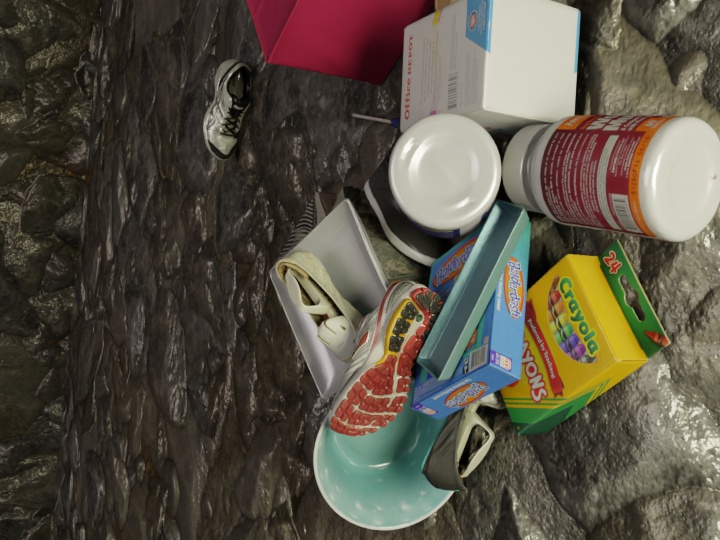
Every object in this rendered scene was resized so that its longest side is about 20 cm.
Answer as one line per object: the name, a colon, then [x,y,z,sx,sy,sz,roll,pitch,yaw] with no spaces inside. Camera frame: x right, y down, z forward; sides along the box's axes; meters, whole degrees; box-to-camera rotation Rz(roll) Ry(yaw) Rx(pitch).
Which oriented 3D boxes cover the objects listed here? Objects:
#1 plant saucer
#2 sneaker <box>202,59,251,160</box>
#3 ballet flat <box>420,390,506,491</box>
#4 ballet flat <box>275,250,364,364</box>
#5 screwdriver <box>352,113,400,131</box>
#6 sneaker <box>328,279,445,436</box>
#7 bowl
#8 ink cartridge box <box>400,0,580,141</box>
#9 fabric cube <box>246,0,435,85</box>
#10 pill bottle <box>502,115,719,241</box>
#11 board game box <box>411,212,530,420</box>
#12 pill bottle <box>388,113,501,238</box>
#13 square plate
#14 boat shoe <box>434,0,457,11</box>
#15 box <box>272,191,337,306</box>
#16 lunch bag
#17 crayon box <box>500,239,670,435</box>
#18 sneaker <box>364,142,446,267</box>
plant saucer: [0.122,0.021,0.868,0.202,0.019,0.070,-65,19,4]
sneaker: [-0.264,-0.321,1.614,0.087,0.075,0.204,23,108,56]
ballet flat: [0.136,0.167,0.959,0.068,0.068,0.203,19,91,32]
ballet flat: [-0.044,0.058,1.013,0.201,0.062,0.068,51,128,26]
screwdriver: [0.036,-0.218,1.173,0.199,0.029,0.028,24,108,50]
sneaker: [0.024,0.103,0.940,0.202,0.077,0.082,-58,31,4]
bowl: [0.029,0.216,1.039,0.105,0.197,0.204,-136,54,-72]
ink cartridge box: [0.136,-0.224,0.924,0.199,0.123,0.131,4,90,63]
fabric cube: [-0.034,-0.416,1.147,0.197,0.197,0.202,-51,47,44]
pill bottle: [0.236,-0.094,0.782,0.199,0.108,0.112,18,103,56]
board game box: [0.126,0.050,0.917,0.152,0.044,0.203,-41,32,51]
pill bottle: [0.098,-0.099,0.919,0.200,0.117,0.122,17,-106,-83]
square plate: [-0.027,0.041,1.057,0.200,0.028,0.200,-39,70,42]
boat shoe: [0.122,-0.421,1.024,0.071,0.064,0.203,31,114,54]
box: [-0.073,-0.030,1.301,0.201,0.067,0.083,-56,44,39]
lunch bag: [0.000,0.000,1.140,0.201,0.116,0.165,58,132,36]
crayon box: [0.217,0.073,0.854,0.200,0.050,0.128,-51,47,42]
sneaker: [0.072,-0.096,1.075,0.100,0.070,0.201,-63,40,32]
